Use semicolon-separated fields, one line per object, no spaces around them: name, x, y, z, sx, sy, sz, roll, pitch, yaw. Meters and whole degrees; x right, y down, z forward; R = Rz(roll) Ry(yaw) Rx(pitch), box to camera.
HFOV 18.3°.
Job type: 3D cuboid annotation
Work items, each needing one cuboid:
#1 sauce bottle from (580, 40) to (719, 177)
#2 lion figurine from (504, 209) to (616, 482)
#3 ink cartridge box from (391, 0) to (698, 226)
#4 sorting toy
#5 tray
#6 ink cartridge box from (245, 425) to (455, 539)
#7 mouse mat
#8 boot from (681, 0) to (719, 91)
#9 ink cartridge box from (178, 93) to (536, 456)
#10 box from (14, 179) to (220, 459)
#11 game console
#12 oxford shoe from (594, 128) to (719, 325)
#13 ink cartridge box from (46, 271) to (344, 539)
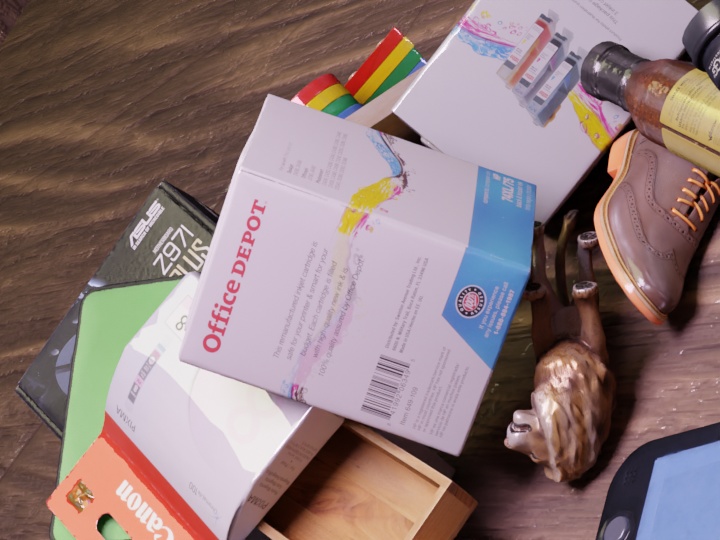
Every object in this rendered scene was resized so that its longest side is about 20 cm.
sauce bottle;0.227;-0.106;1.498;0.066;0.066;0.200;-53;46;-2
lion figurine;0.141;0.048;1.508;0.072;0.124;0.200;-4;24;16
ink cartridge box;0.137;-0.147;1.658;0.200;0.144;0.145;-50;-2;4
sorting toy;-0.008;-0.113;1.854;0.200;0.070;0.199;-36;-13;-36
tray;-0.016;0.153;1.512;0.099;0.037;0.200;-55;39;-6
ink cartridge box;-0.040;0.194;1.614;0.201;0.084;0.144;-59;28;-10
mouse mat;-0.150;0.099;1.609;0.160;0.008;0.202;-7;68;31
boot;0.308;-0.093;1.373;0.077;0.199;0.169;-57;48;45
ink cartridge box;0.000;0.000;1.489;0.146;0.198;0.148;-76;6;-65
box;-0.137;0.064;1.674;0.164;0.086;0.201;40;95;39
game console;0.200;0.164;1.283;0.199;0.031;0.178;-23;36;51
oxford shoe;0.208;-0.044;1.522;0.073;0.071;0.201;-32;29;29
ink cartridge box;-0.126;0.125;1.546;0.200;0.057;0.162;-48;53;-1
